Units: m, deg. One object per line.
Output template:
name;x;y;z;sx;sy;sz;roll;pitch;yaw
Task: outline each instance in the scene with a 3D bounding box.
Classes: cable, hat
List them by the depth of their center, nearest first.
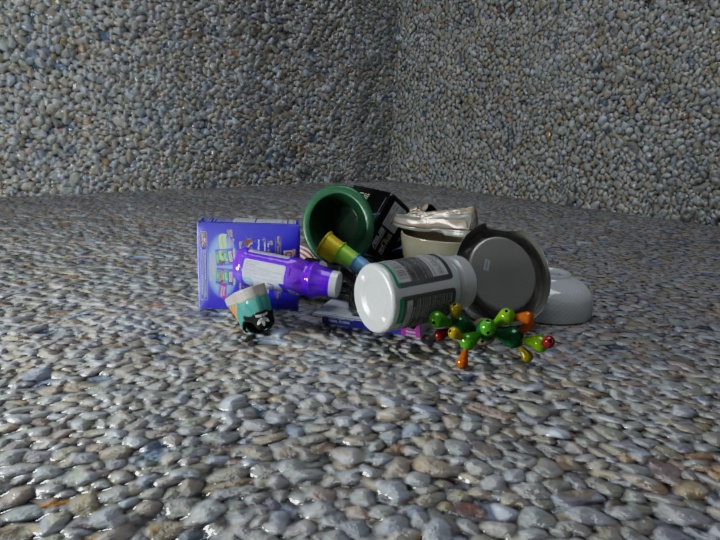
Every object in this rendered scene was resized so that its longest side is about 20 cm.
cable;-0.024;0.042;1.290;0.095;0.051;0.199;-1;25;-37
hat;-0.036;-0.103;1.566;0.162;0.205;0.176;-19;-8;11

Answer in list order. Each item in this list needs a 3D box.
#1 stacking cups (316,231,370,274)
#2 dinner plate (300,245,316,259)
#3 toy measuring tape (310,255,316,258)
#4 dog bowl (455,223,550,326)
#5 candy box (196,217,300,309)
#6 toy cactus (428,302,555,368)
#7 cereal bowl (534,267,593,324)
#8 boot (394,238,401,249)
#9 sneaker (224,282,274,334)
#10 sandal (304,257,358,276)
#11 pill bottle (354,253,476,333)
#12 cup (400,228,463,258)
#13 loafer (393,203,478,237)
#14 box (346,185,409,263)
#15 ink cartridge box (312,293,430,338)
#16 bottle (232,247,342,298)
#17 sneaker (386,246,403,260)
stacking cups;0.000;0.000;1.435;0.198;0.061;0.060;37;20;8
dinner plate;-0.187;0.004;1.485;0.194;0.025;0.202;-5;36;3
toy measuring tape;-0.115;-0.007;1.563;0.072;0.076;0.198;-6;15;-33
dog bowl;0.260;0.012;1.296;0.195;0.205;0.059;-1;-16;-17
candy box;-0.215;-0.014;1.339;0.194;0.174;0.077;2;14;-5
toy cactus;0.209;0.109;1.123;0.194;0.105;0.165;1;-7;5
cereal bowl;0.382;0.043;1.410;0.194;0.086;0.200;2;12;0
boot;0.058;-0.044;1.762;0.196;0.071;0.131;-19;-24;20
sneaker;-0.194;0.076;1.209;0.070;0.082;0.200;-17;-3;-15
sandal;-0.030;0.022;1.408;0.196;0.077;0.043;19;41;7
pill bottle;0.097;0.033;1.153;0.196;0.116;0.112;-8;16;-36
cup;0.179;-0.006;1.440;0.195;0.147;0.201;2;12;0
loafer;0.157;-0.111;1.420;0.196;0.065;0.071;12;15;35
box;0.005;-0.085;1.598;0.086;0.203;0.163;35;-9;-35
ink cartridge box;0.033;0.081;1.267;0.191;0.045;0.200;7;17;19
bottle;-0.131;0.008;1.242;0.195;0.067;0.084;11;-9;12
sneaker;0.109;-0.021;1.639;0.196;0.079;0.110;-11;11;-31
